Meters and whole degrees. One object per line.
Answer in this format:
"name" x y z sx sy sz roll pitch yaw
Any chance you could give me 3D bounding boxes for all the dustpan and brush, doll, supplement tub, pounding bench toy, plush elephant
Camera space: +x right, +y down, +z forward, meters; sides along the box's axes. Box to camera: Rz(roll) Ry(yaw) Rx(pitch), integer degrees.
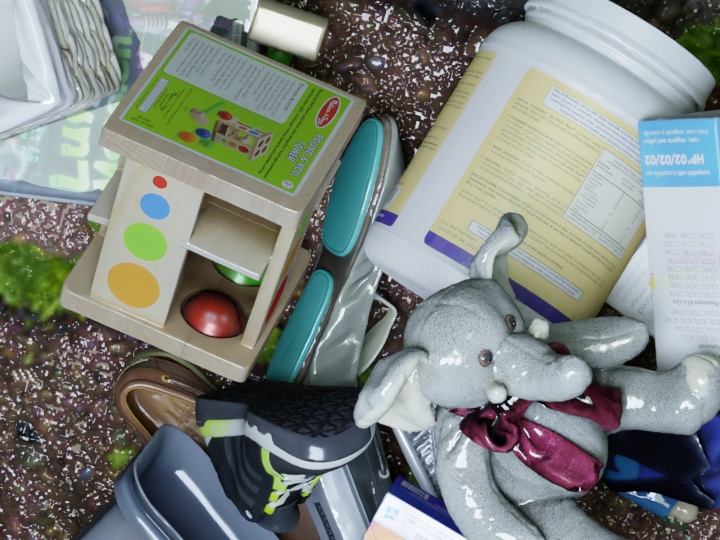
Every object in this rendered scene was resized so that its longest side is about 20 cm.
"dustpan and brush" 0.054 0.146 1.578 0.057 0.140 0.200 -24 93 -3
"doll" 0.201 0.112 1.582 0.200 0.048 0.137 9 136 30
"supplement tub" 0.110 -0.059 1.539 0.145 0.145 0.200 32 88 0
"pounding bench toy" -0.080 -0.056 1.561 0.124 0.200 0.156 23 130 4
"plush elephant" 0.085 0.064 1.391 0.200 0.155 0.165 20 67 29

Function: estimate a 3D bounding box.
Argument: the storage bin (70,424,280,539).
"storage bin" -0.112 0.221 1.545 0.134 0.146 0.200 -40 95 15

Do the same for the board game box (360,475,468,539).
"board game box" 0.072 0.226 1.438 0.200 0.045 0.135 30 102 4

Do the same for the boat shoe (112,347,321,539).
"boat shoe" -0.077 0.128 1.629 0.200 0.068 0.072 38 99 -1

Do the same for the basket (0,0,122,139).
"basket" -0.259 -0.135 1.561 0.200 0.123 0.136 -17 90 21

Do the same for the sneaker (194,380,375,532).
"sneaker" -0.039 0.113 1.500 0.072 0.200 0.083 -12 96 -19

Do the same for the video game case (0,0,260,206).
"video game case" -0.155 -0.139 1.622 0.182 0.023 0.200 7 98 5

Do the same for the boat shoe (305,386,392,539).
"boat shoe" 0.010 0.168 1.590 0.057 0.069 0.200 -23 97 -20

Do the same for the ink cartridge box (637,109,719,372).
"ink cartridge box" 0.230 0.006 1.488 0.115 0.068 0.200 -9 96 -38

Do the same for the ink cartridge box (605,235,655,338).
"ink cartridge box" 0.260 0.026 1.584 0.200 0.067 0.116 36 98 0

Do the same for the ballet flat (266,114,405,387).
"ballet flat" 0.000 0.000 1.616 0.064 0.067 0.200 16 101 -25
